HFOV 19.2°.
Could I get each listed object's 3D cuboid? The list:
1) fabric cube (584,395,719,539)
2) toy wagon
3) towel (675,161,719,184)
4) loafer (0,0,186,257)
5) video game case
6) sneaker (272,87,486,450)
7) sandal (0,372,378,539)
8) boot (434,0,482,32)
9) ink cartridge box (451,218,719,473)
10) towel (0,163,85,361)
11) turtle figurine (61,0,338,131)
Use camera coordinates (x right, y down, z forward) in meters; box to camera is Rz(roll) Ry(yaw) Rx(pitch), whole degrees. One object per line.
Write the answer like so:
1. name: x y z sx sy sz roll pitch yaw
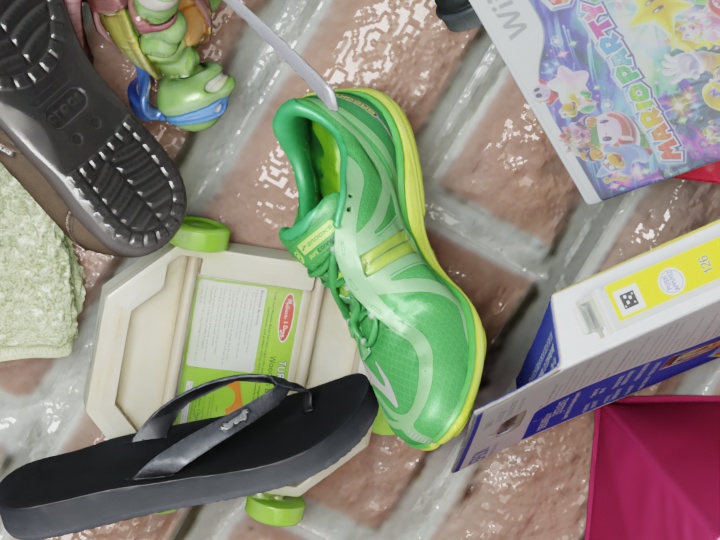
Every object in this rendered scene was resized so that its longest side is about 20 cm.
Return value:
1. fabric cube: 0.236 0.191 1.142 0.195 0.199 0.202 -1 106 -13
2. toy wagon: -0.043 0.057 1.127 0.199 0.040 0.156 8 104 -15
3. towel: 0.200 -0.118 1.059 0.144 0.023 0.201 12 136 26
4. loafer: -0.166 -0.084 1.006 0.073 0.071 0.201 -37 96 -34
5. video game case: 0.166 -0.120 1.017 0.199 0.018 0.144 -19 119 28
6. sneaker: 0.000 0.000 1.054 0.083 0.201 0.074 3 148 -39
7. sandal: -0.086 0.086 1.063 0.199 0.076 0.043 -16 110 -8
8. boot: 0.045 -0.243 1.046 0.165 0.066 0.200 -44 112 -4
9. ink cartridge box: 0.134 0.033 1.083 0.199 0.198 0.047 -21 78 -6
10. towel: -0.220 -0.041 1.062 0.147 0.036 0.201 -11 108 -10
11. turtle figurine: -0.070 -0.172 1.004 0.144 0.199 0.195 -38 109 -36
